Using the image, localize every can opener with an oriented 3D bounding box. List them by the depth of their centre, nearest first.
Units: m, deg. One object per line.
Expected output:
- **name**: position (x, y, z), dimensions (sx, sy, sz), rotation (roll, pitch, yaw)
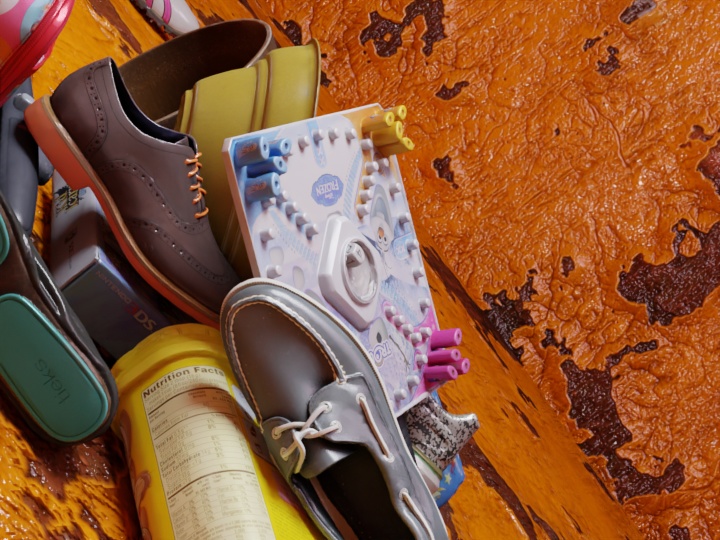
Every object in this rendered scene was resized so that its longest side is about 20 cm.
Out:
- **can opener**: position (-0.224, -0.073, 0.869), dimensions (0.078, 0.063, 0.200), rotation (23, 24, -24)

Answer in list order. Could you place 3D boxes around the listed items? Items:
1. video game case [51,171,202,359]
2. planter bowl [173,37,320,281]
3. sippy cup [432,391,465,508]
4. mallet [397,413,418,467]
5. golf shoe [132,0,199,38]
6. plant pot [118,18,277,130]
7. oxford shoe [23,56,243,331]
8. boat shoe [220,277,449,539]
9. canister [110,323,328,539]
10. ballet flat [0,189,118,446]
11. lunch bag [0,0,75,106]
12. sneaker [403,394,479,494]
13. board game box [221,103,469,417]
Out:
- **video game case**: position (-0.134, 0.026, 0.955), dimensions (0.200, 0.045, 0.181), rotation (47, 9, -29)
- **planter bowl**: position (-0.093, -0.072, 0.953), dimensions (0.083, 0.201, 0.200), rotation (11, 21, -11)
- **sippy cup**: position (0.016, 0.136, 1.109), dimensions (0.131, 0.139, 0.178), rotation (61, 26, -13)
- **mallet**: position (0.043, 0.172, 0.913), dimensions (0.066, 0.041, 0.200), rotation (-131, -154, -76)
- **golf shoe**: position (-0.265, -0.384, 1.749), dimensions (0.200, 0.092, 0.073), rotation (51, 8, -18)
- **plant pot**: position (-0.119, -0.074, 1.133), dimensions (0.187, 0.187, 0.200), rotation (-109, 175, -62)
- **oxford shoe**: position (-0.122, -0.043, 0.862), dimensions (0.200, 0.072, 0.071), rotation (50, 9, -13)
- **boat shoe**: position (-0.014, 0.093, 0.748), dimensions (0.200, 0.073, 0.062), rotation (59, 8, -3)
- **canister**: position (-0.066, 0.144, 0.779), dimensions (0.149, 0.086, 0.200), rotation (45, 14, -40)
- **ballet flat**: position (-0.199, 0.007, 0.730), dimensions (0.200, 0.068, 0.068), rotation (61, -2, -12)
- **lunch bag**: position (-0.218, -0.165, 0.799), dimensions (0.082, 0.176, 0.200), rotation (36, 31, -24)
- **sneaker**: position (0.008, 0.071, 0.987), dimensions (0.200, 0.089, 0.077), rotation (48, -7, 4)
- **board game box**: position (0.000, 0.000, 0.861), dimensions (0.200, 0.026, 0.201), rotation (-25, 102, -60)
